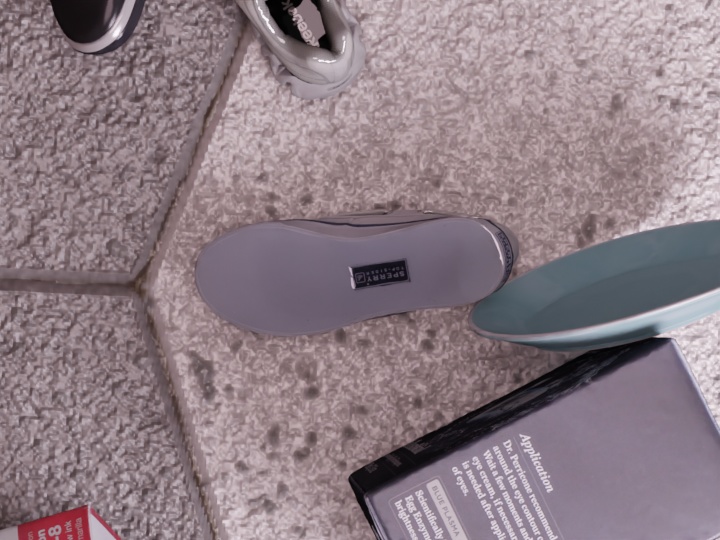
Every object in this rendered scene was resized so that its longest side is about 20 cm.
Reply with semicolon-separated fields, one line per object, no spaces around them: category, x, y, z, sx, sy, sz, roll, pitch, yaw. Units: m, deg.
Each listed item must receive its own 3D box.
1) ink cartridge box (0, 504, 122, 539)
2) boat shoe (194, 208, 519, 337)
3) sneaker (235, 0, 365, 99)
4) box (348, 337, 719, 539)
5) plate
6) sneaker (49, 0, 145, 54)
ink cartridge box;-0.216;0.247;1.525;0.199;0.145;0.145;-16;61;8
boat shoe;0.000;0.000;1.618;0.199;0.065;0.074;0;98;17
sneaker;-0.066;-0.195;1.608;0.075;0.081;0.200;-39;91;-1
box;0.106;0.131;1.558;0.199;0.197;0.118;-26;90;-3
plate;0.161;0.013;1.564;0.199;0.200;0.026;-17;102;-3
sneaker;-0.183;-0.228;1.591;0.071;0.083;0.201;-13;81;37
